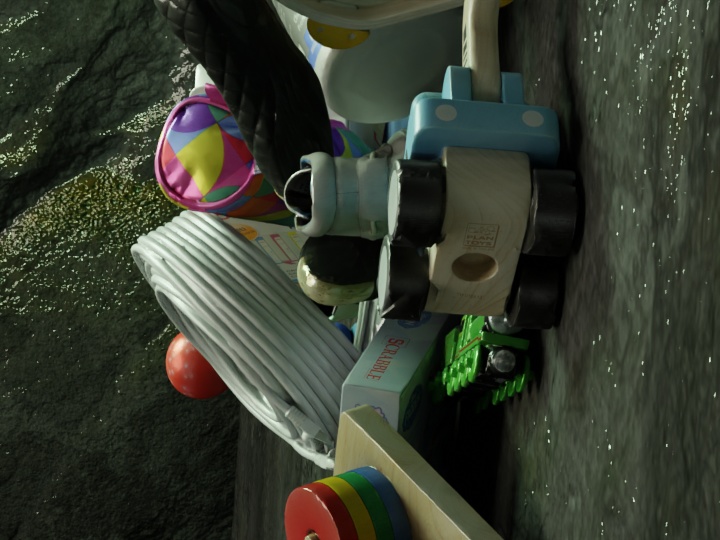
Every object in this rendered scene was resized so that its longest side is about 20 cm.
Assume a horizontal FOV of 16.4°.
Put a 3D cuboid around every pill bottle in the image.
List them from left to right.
[{"bbox_3d":[-0.009,-0.206,1.680,0.114,0.113,0.200,99,151,-49],"label":"pill bottle"}]

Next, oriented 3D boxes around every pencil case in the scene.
[{"bbox_3d":[-0.061,-0.073,1.709,0.200,0.088,0.089,10,-99,-66],"label":"pencil case"}]

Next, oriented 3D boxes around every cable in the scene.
[{"bbox_3d":[-0.071,0.041,1.714,0.200,0.069,0.200,50,171,-11],"label":"cable"}]

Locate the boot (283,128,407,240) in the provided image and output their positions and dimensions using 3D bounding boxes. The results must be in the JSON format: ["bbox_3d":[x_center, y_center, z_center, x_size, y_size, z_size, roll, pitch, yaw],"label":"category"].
[{"bbox_3d":[-0.001,-0.055,1.576,0.200,0.095,0.074,175,94,-84],"label":"boot"}]

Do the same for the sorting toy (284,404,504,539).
[{"bbox_3d":[0.017,0.218,1.474,0.199,0.069,0.200,43,138,44],"label":"sorting toy"}]

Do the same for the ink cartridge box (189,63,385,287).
[{"bbox_3d":[-0.044,-0.077,1.904,0.200,0.128,0.126,51,-145,-59],"label":"ink cartridge box"}]

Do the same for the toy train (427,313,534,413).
[{"bbox_3d":[0.075,0.052,1.531,0.200,0.042,0.057,127,154,-80],"label":"toy train"}]

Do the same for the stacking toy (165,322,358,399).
[{"bbox_3d":[-0.045,0.074,1.862,0.085,0.199,0.086,-178,90,-84],"label":"stacking toy"}]

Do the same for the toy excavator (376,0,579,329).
[{"bbox_3d":[0.064,-0.094,1.397,0.195,0.100,0.200,100,171,-50],"label":"toy excavator"}]

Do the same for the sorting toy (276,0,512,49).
[{"bbox_3d":[0.024,-0.240,1.579,0.180,0.199,0.107,-90,-16,-53],"label":"sorting toy"}]

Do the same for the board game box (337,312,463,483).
[{"bbox_3d":[0.024,0.129,1.664,0.200,0.041,0.200,-54,-29,-65],"label":"board game box"}]

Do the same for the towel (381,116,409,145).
[{"bbox_3d":[0.047,-0.094,1.781,0.200,0.048,0.112,104,168,-64],"label":"towel"}]

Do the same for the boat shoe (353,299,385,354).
[{"bbox_3d":[0.016,0.096,1.804,0.074,0.065,0.201,-4,-72,-62],"label":"boat shoe"}]

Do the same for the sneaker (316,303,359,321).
[{"bbox_3d":[-0.017,-0.054,2.038,0.118,0.074,0.201,-27,-65,-61],"label":"sneaker"}]

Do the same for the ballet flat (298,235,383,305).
[{"bbox_3d":[0.000,0.000,1.670,0.200,0.066,0.057,-37,-30,-74],"label":"ballet flat"}]

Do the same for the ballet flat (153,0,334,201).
[{"bbox_3d":[-0.069,-0.121,1.572,0.067,0.057,0.200,-56,-46,-36],"label":"ballet flat"}]
